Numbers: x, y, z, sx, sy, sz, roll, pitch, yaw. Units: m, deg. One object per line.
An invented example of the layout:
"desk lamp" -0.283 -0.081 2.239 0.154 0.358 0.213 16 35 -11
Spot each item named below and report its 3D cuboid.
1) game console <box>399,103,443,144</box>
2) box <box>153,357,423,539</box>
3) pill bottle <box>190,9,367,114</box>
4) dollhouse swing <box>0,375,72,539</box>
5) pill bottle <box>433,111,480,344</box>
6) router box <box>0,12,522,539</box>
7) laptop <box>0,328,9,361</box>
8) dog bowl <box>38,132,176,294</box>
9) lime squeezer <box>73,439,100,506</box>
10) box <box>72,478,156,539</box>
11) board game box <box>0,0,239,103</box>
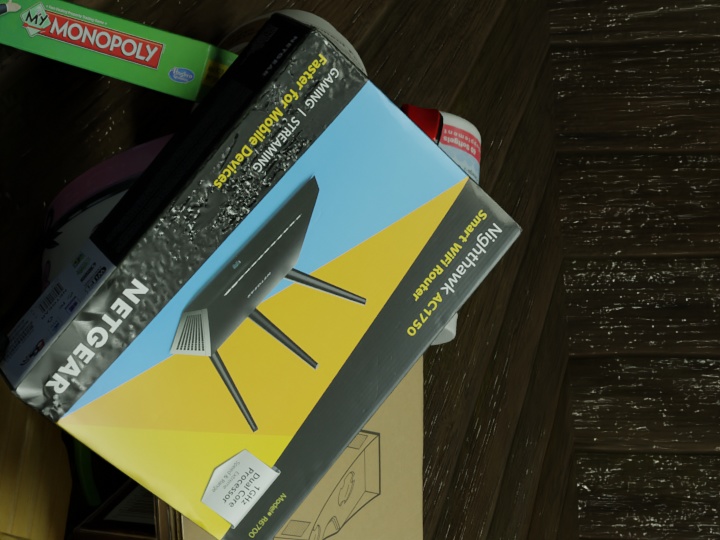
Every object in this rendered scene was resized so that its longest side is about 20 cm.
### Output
"game console" 0.000 0.000 1.046 0.200 0.031 0.178 131 -27 -71
"box" -0.032 0.121 0.887 0.200 0.021 0.164 -26 122 -47
"pill bottle" -0.050 -0.105 1.080 0.200 0.114 0.115 -90 174 -69
"dollhouse swing" -0.123 0.134 0.744 0.200 0.181 0.176 68 36 -55
"pill bottle" 0.053 -0.038 1.533 0.109 0.108 0.201 53 39 -67
"router box" -0.043 0.009 0.748 0.149 0.200 0.051 40 -2 -30
"laptop" -0.182 0.003 0.586 0.200 0.103 0.178 54 32 -29
"dog bowl" -0.077 -0.011 0.871 0.200 0.199 0.074 42 31 -71
"lime squeezer" -0.120 0.058 0.840 0.070 0.200 0.038 -9 57 -48
"box" -0.108 0.220 0.922 0.100 0.075 0.201 -42 135 -71
"board game box" -0.106 -0.106 0.844 0.200 0.134 0.029 1 106 -76
